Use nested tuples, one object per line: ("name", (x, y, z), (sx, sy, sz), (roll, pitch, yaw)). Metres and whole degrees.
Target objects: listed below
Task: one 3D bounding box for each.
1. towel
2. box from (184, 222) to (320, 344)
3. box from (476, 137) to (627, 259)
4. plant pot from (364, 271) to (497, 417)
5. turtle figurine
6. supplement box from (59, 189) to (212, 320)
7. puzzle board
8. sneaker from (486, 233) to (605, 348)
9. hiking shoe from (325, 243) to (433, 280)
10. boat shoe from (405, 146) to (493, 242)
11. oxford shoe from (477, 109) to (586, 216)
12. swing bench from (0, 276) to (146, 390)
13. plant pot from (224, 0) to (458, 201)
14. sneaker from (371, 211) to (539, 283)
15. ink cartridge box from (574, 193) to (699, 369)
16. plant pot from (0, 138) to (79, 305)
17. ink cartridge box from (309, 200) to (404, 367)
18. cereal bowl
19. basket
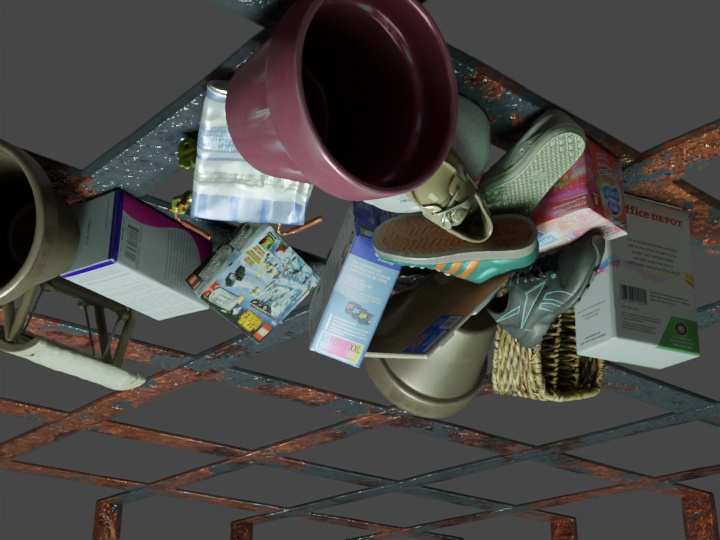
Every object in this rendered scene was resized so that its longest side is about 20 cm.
("towel", (-0.114, -0.128, 1.226), (0.144, 0.024, 0.202), (3, 136, -15))
("box", (-0.146, 0.014, 1.523), (0.137, 0.040, 0.200), (-45, 150, -3))
("box", (0.218, -0.075, 1.336), (0.198, 0.104, 0.094), (-19, 150, 39))
("plant pot", (0.120, 0.089, 1.597), (0.197, 0.203, 0.175), (8, 145, -18))
("turtle figurine", (-0.150, -0.105, 1.319), (0.196, 0.065, 0.162), (3, 150, 15))
("supplement box", (-0.301, -0.016, 1.476), (0.102, 0.103, 0.199), (-14, 153, 30))
("puzzle board", (0.101, 0.056, 1.420), (0.150, 0.200, 0.018), (-3, 122, 53))
("sneaker", (0.226, 0.020, 1.327), (0.079, 0.076, 0.201), (33, 133, -1))
("hiking shoe", (0.050, -0.012, 1.515), (0.197, 0.077, 0.101), (-10, 151, 20))
("boat shoe", (0.094, -0.081, 1.163), (0.072, 0.065, 0.200), (-39, 153, 9))
("oxford shoe", (0.184, -0.113, 1.260), (0.074, 0.058, 0.200), (22, 132, -28))
("swing bench", (-0.405, 0.053, 1.507), (0.128, 0.203, 0.198), (-14, 153, 29))
("plant pot", (-0.034, -0.164, 1.048), (0.198, 0.204, 0.178), (19, 165, -37))
("sneaker", (0.113, -0.019, 1.284), (0.196, 0.072, 0.080), (1, 144, 12))
("ink cartridge box", (0.358, 0.014, 1.419), (0.143, 0.204, 0.084), (11, 158, -24))
("plant pot", (-0.431, -0.051, 1.322), (0.197, 0.204, 0.174), (-6, 174, 14))
("ink cartridge box", (0.000, 0.000, 1.390), (0.075, 0.137, 0.203), (17, 112, -10))
("cereal bowl", (0.054, -0.125, 1.248), (0.196, 0.085, 0.201), (-1, 156, 0))
("basket", (0.263, 0.074, 1.474), (0.146, 0.204, 0.143), (7, -175, 15))
